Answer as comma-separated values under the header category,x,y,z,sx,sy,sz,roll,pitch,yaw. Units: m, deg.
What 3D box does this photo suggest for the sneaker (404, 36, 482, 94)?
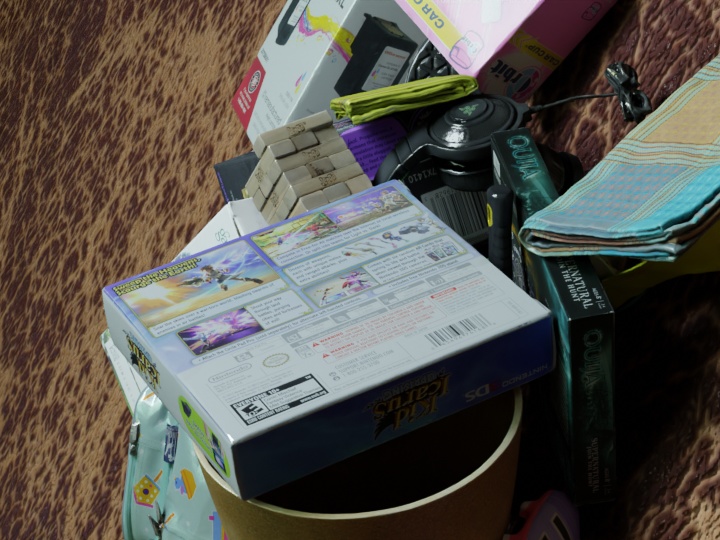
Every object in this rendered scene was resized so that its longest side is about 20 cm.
category,x,y,z,sx,sy,sz,roll,pitch,yaw
sneaker,0.088,-0.172,1.722,0.083,0.072,0.200,26,-97,-79

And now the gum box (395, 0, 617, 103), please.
category,x,y,z,sx,sy,sz,roll,pitch,yaw
gum box,0.075,-0.220,1.637,0.114,0.066,0.200,-47,55,14

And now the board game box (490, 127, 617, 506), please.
category,x,y,z,sx,sy,sz,roll,pitch,yaw
board game box,0.113,0.024,1.397,0.200,0.028,0.135,-107,9,-54

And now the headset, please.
category,x,y,z,sx,sy,sz,roll,pitch,yaw
headset,0.098,-0.059,1.499,0.200,0.123,0.094,-42,31,15

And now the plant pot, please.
category,x,y,z,sx,sy,sz,roll,pitch,yaw
plant pot,0.005,0.159,1.380,0.186,0.186,0.200,-104,7,-56

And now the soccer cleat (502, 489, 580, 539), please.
category,x,y,z,sx,sy,sz,roll,pitch,yaw
soccer cleat,0.103,0.207,1.312,0.200,0.076,0.067,-67,-14,-44

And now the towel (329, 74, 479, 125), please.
category,x,y,z,sx,sy,sz,roll,pitch,yaw
towel,0.026,-0.114,1.581,0.200,0.086,0.018,-131,29,-84

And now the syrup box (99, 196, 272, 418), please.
category,x,y,z,sx,sy,sz,roll,pitch,yaw
syrup box,-0.089,0.029,1.593,0.200,0.081,0.079,-42,67,47

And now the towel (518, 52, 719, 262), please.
category,x,y,z,sx,sy,sz,roll,pitch,yaw
towel,0.191,-0.075,1.307,0.200,0.022,0.147,-43,21,-22

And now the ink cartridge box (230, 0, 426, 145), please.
category,x,y,z,sx,sy,sz,roll,pitch,yaw
ink cartridge box,-0.011,-0.179,1.889,0.200,0.083,0.146,-60,23,14

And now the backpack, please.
category,x,y,z,sx,sy,sz,roll,pitch,yaw
backpack,-0.063,0.156,1.525,0.153,0.176,0.200,8,97,33

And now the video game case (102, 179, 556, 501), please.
category,x,y,z,sx,sy,sz,roll,pitch,yaw
video game case,-0.020,0.034,1.351,0.181,0.200,0.045,45,149,49

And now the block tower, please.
category,x,y,z,sx,sy,sz,roll,pitch,yaw
block tower,0.000,0.000,1.483,0.200,0.054,0.058,59,150,16

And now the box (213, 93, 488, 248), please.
category,x,y,z,sx,sy,sz,roll,pitch,yaw
box,-0.001,-0.050,1.651,0.200,0.122,0.106,-4,104,65

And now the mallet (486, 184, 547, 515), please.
category,x,y,z,sx,sy,sz,roll,pitch,yaw
mallet,0.086,0.051,1.401,0.066,0.041,0.200,-113,19,-60

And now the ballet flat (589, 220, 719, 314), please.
category,x,y,z,sx,sy,sz,roll,pitch,yaw
ballet flat,0.161,-0.021,1.386,0.200,0.067,0.067,-21,47,59
